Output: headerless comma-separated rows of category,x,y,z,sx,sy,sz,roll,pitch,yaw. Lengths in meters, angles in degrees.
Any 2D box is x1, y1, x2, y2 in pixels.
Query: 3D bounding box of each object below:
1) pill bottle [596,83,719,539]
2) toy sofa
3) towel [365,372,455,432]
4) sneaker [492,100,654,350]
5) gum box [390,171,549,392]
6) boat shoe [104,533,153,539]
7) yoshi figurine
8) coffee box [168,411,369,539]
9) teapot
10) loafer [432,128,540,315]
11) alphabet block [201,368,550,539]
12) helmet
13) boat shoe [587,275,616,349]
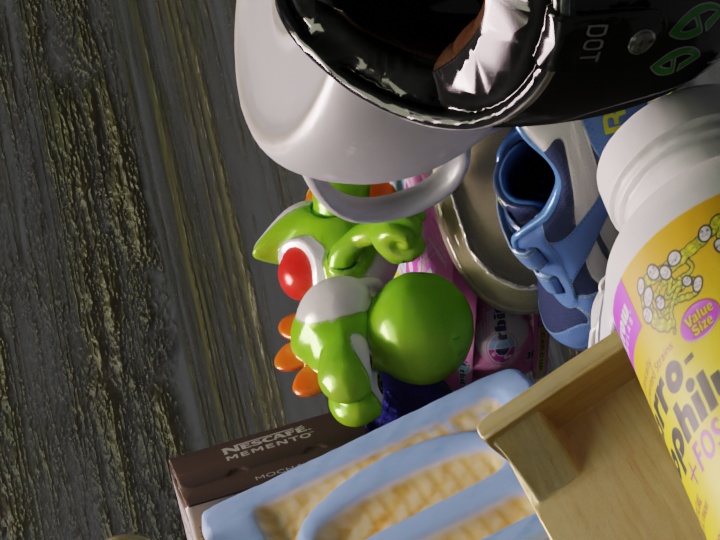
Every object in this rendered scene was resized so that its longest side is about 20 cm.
pill bottle,0.151,0.028,0.710,0.105,0.103,0.201,94,162,-49
toy sofa,0.133,0.127,0.771,0.098,0.083,0.201,38,-159,-53
towel,0.051,0.096,1.169,0.050,0.147,0.200,-54,28,16
sneaker,0.100,-0.031,0.966,0.201,0.081,0.074,93,160,-51
gum box,0.059,-0.026,1.201,0.200,0.065,0.114,-117,22,-56
boat shoe,-0.075,0.219,0.999,0.201,0.073,0.063,56,173,-21
yoshi figurine,0.015,0.001,1.110,0.112,0.112,0.201,-44,32,32
coffee box,-0.028,0.193,1.105,0.080,0.112,0.202,-135,32,-72
teapot,0.031,-0.127,0.960,0.200,0.145,0.200,178,98,-66
loafer,0.074,-0.076,1.069,0.068,0.075,0.202,109,150,-78
alphabet block,0.054,0.197,0.977,0.196,0.194,0.201,-123,10,-71
helmet,0.071,-0.155,0.741,0.199,0.190,0.202,27,133,33
boat shoe,0.129,0.029,0.891,0.066,0.073,0.201,-118,22,-45
